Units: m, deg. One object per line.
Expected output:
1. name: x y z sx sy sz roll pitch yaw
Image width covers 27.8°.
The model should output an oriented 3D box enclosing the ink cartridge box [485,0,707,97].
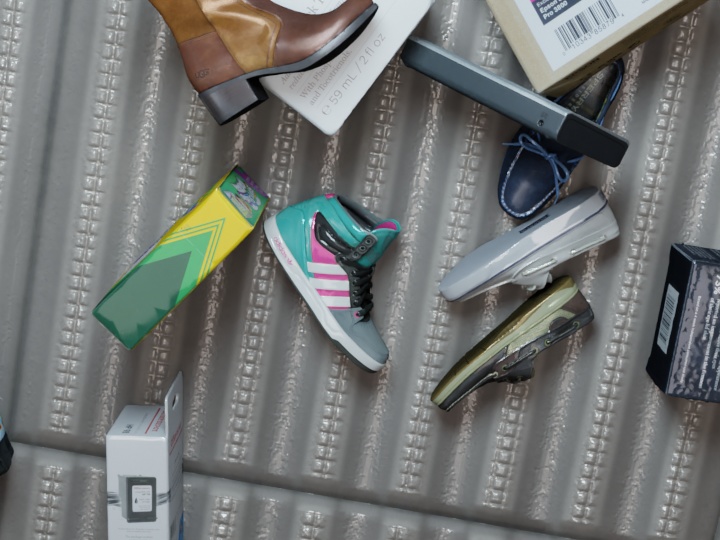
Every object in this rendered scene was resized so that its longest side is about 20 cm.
1. ink cartridge box: 0.226 -0.291 1.422 0.200 0.075 0.165 -33 80 24

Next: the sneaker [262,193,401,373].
1. sneaker: 0.000 0.000 1.529 0.120 0.084 0.200 -33 98 16

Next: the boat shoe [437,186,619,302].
1. boat shoe: 0.179 -0.012 1.532 0.199 0.072 0.066 -32 104 3

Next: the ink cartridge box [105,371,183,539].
1. ink cartridge box: -0.229 0.216 1.552 0.066 0.116 0.201 1 101 1

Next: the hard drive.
1. hard drive: 0.149 -0.165 1.416 0.200 0.139 0.033 32 101 34

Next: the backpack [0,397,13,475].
1. backpack: -0.467 0.122 1.531 0.162 0.154 0.201 -14 123 5

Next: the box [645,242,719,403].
1. box: 0.418 0.064 1.525 0.199 0.104 0.149 10 101 -2

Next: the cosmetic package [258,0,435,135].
1. cosmetic package: -0.055 -0.262 1.431 0.200 0.166 0.168 37 99 -6

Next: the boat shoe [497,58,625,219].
1. boat shoe: 0.201 -0.144 1.502 0.084 0.069 0.201 25 100 -5

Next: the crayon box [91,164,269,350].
1. crayon box: -0.176 -0.019 1.461 0.058 0.200 0.173 44 98 -7

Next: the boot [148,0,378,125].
1. boot: -0.104 -0.263 1.328 0.188 0.068 0.201 -29 92 15

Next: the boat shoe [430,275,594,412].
1. boat shoe: 0.163 0.090 1.547 0.200 0.073 0.065 -41 93 7
